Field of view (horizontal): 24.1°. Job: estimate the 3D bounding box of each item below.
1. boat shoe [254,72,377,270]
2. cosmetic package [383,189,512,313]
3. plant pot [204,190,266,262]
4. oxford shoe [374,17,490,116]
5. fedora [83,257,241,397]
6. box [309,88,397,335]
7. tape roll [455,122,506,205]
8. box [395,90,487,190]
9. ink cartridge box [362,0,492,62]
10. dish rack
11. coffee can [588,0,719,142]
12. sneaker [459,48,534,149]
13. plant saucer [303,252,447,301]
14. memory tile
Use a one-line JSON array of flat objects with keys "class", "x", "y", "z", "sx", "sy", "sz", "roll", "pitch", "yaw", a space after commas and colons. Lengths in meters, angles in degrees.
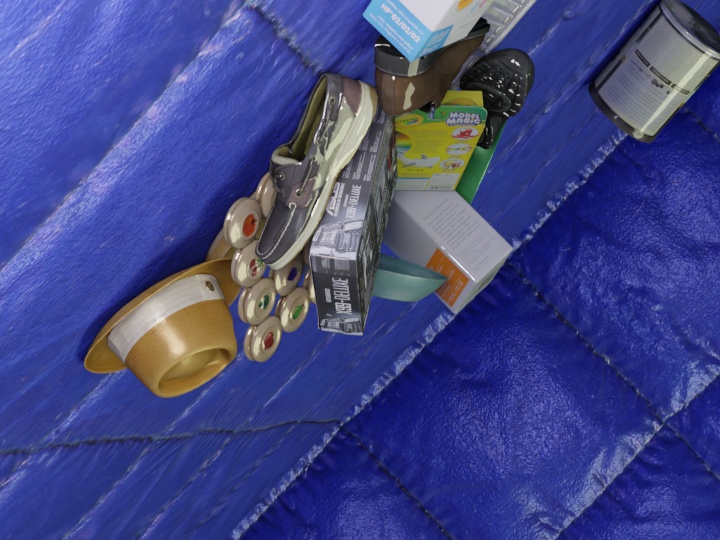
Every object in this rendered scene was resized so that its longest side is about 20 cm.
[{"class": "boat shoe", "x": -0.057, "y": -0.098, "z": 1.613, "sx": 0.202, "sy": 0.066, "sz": 0.072, "roll": -60, "pitch": -153, "yaw": 13}, {"class": "cosmetic package", "x": 0.078, "y": -0.056, "z": 2.015, "sx": 0.071, "sy": 0.200, "sz": 0.102, "roll": -40, "pitch": 170, "yaw": -25}, {"class": "plant pot", "x": -0.098, "y": -0.054, "z": 1.789, "sx": 0.200, "sy": 0.027, "sz": 0.200, "roll": -44, "pitch": 171, "yaw": -8}, {"class": "oxford shoe", "x": 0.065, "y": -0.203, "z": 1.644, "sx": 0.200, "sy": 0.072, "sz": 0.085, "roll": -37, "pitch": 139, "yaw": -51}, {"class": "fedora", "x": -0.180, "y": 0.070, "z": 1.697, "sx": 0.200, "sy": 0.082, "sz": 0.201, "roll": -33, "pitch": 166, "yaw": -9}, {"class": "box", "x": -0.004, "y": -0.059, "z": 1.710, "sx": 0.158, "sy": 0.049, "sz": 0.202, "roll": 84, "pitch": 17, "yaw": -61}, {"class": "tape roll", "x": 0.140, "y": -0.158, "z": 2.093, "sx": 0.200, "sy": 0.048, "sz": 0.202, "roll": -156, "pitch": -90, "yaw": -90}, {"class": "box", "x": 0.067, "y": -0.148, "z": 1.873, "sx": 0.116, "sy": 0.049, "sz": 0.200, "roll": 0, "pitch": 161, "yaw": -9}, {"class": "ink cartridge box", "x": 0.100, "y": -0.291, "z": 1.513, "sx": 0.115, "sy": 0.068, "sz": 0.200, "roll": -33, "pitch": 164, "yaw": -53}, {"class": "dish rack", "x": 0.137, "y": -0.281, "z": 1.798, "sx": 0.200, "sy": 0.044, "sz": 0.171, "roll": -48, "pitch": 170, "yaw": 13}, {"class": "coffee can", "x": 0.502, "y": -0.338, "z": 2.848, "sx": 0.200, "sy": 0.146, "sz": 0.146, "roll": -50, "pitch": 170, "yaw": 27}, {"class": "sneaker", "x": 0.154, "y": -0.210, "z": 1.878, "sx": 0.091, "sy": 0.076, "sz": 0.200, "roll": -54, "pitch": -178, "yaw": -18}, {"class": "plant saucer", "x": 0.000, "y": 0.000, "z": 1.939, "sx": 0.200, "sy": 0.198, "sz": 0.036, "roll": -7, "pitch": 112, "yaw": -75}, {"class": "memory tile", "x": -0.076, "y": -0.017, "z": 1.709, "sx": 0.153, "sy": 0.017, "sz": 0.201, "roll": -44, "pitch": 142, "yaw": -36}]
